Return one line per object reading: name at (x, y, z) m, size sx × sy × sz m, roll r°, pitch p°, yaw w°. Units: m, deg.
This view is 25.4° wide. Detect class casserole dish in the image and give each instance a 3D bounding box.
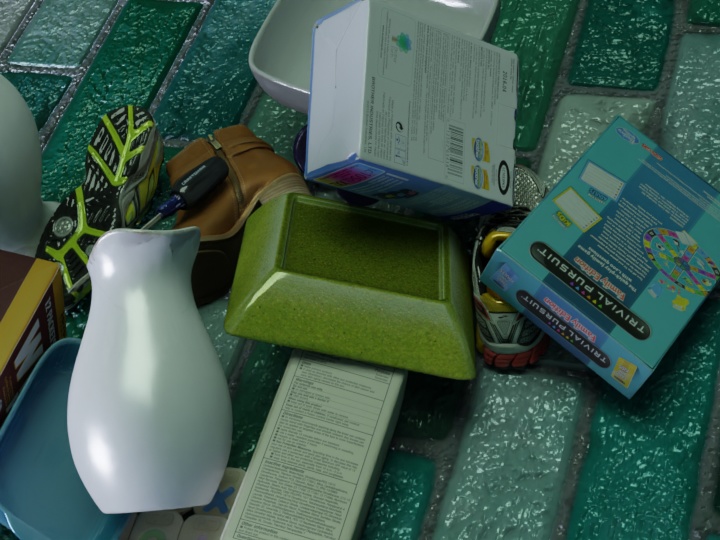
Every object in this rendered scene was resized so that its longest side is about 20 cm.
casserole dish at (-0.225, 0.142, 1.241) m, size 0.121 × 0.039 × 0.201 m, roll 36°, pitch 43°, yaw -15°

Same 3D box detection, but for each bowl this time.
bowl at (0.018, -0.201, 1.455) m, size 0.198 × 0.075 × 0.201 m, roll 16°, pitch 54°, yaw 21°

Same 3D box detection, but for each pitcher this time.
pitcher at (-0.353, -0.072, 1.408) m, size 0.121 × 0.201 × 0.172 m, roll 29°, pitch 61°, yaw 33°
pitcher at (-0.168, 0.079, 1.213) m, size 0.120 × 0.171 × 0.202 m, roll -3°, pitch 83°, yaw -20°

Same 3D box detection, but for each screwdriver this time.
screwdriver at (-0.182, -0.040, 1.347) m, size 0.029 × 0.028 × 0.200 m, roll 43°, pitch 53°, yaw 11°

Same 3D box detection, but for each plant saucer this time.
plant saucer at (0.000, 0.000, 1.285) m, size 0.198 × 0.048 × 0.200 m, roll 12°, pitch 28°, yaw -4°

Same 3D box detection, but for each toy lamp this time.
toy lamp at (-0.021, -0.097, 1.405) m, size 0.058 × 0.059 × 0.200 m, roll -22°, pitch 18°, yaw -8°

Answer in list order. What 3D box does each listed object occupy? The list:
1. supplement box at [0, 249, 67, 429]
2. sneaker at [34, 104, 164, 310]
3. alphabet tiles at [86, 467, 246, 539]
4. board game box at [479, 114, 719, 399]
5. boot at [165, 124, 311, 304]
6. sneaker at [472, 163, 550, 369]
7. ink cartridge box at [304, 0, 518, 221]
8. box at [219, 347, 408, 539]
supplement box at (-0.362, 0.084, 1.275) m, size 0.198 × 0.133 × 0.198 m, roll 13°, pitch 46°, yaw 7°
sneaker at (-0.228, -0.048, 1.450) m, size 0.075 × 0.076 × 0.201 m, roll 19°, pitch 73°, yaw 25°
alphabet tiles at (-0.164, 0.226, 1.219) m, size 0.198 × 0.015 × 0.197 m, roll 4°, pitch 49°, yaw 16°
board game box at (0.210, -0.015, 1.277) m, size 0.151 × 0.047 × 0.200 m, roll 39°, pitch 53°, yaw 9°
boot at (-0.147, -0.053, 1.435) m, size 0.199 × 0.074 × 0.155 m, roll -20°, pitch 47°, yaw -22°
sneaker at (0.132, -0.018, 1.330) m, size 0.077 × 0.083 × 0.201 m, roll -4°, pitch 47°, yaw 9°
ink cartridge box at (0.056, -0.122, 1.296) m, size 0.076 × 0.199 × 0.138 m, roll -14°, pitch 68°, yaw 51°
box at (-0.033, 0.152, 1.202) m, size 0.094 × 0.078 × 0.201 m, roll 16°, pitch 51°, yaw 8°
